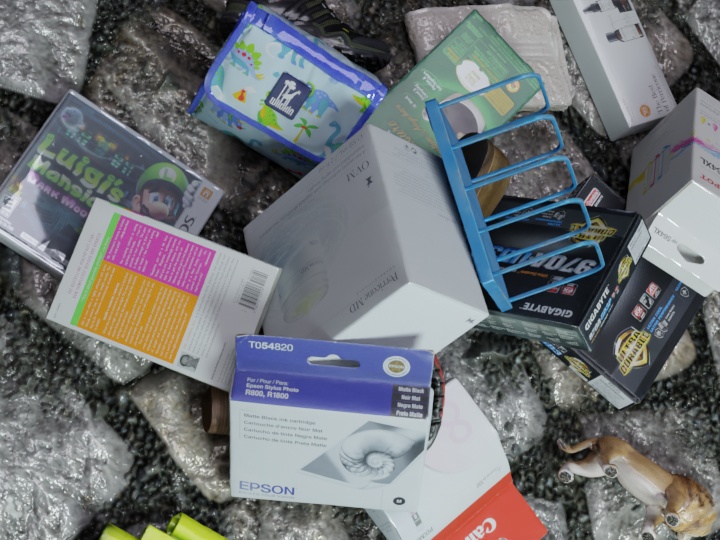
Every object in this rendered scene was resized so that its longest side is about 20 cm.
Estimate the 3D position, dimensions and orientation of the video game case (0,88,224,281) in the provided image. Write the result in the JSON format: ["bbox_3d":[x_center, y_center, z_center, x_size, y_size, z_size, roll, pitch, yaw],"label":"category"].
[{"bbox_3d":[-0.270,-0.066,1.617,0.200,0.023,0.182,33,65,-8],"label":"video game case"}]

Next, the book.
[{"bbox_3d":[-0.194,0.023,1.540,0.199,0.048,0.134,22,90,6],"label":"book"}]

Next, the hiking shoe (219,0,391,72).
[{"bbox_3d":[-0.054,-0.286,1.736,0.199,0.076,0.101,15,72,-14],"label":"hiking shoe"}]

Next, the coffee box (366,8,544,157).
[{"bbox_3d":[0.098,-0.185,1.751,0.123,0.044,0.200,45,80,-5],"label":"coffee box"}]

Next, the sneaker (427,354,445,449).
[{"bbox_3d":[0.047,0.107,1.633,0.070,0.098,0.201,-5,64,-5],"label":"sneaker"}]

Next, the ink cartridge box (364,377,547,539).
[{"bbox_3d":[0.097,0.241,1.645,0.162,0.057,0.200,-36,84,-26],"label":"ink cartridge box"}]

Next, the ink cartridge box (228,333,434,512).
[{"bbox_3d":[-0.031,0.154,1.517,0.198,0.201,0.041,5,41,2],"label":"ink cartridge box"}]

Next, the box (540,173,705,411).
[{"bbox_3d":[0.285,0.024,1.782,0.198,0.050,0.200,42,64,-5],"label":"box"}]

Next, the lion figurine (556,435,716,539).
[{"bbox_3d":[0.309,0.231,1.711,0.200,0.073,0.122,43,30,4],"label":"lion figurine"}]

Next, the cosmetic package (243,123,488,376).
[{"bbox_3d":[0.000,0.000,1.555,0.123,0.199,0.201,20,43,-41],"label":"cosmetic package"}]

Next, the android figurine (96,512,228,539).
[{"bbox_3d":[-0.185,0.334,1.514,0.199,0.041,0.183,30,66,-9],"label":"android figurine"}]

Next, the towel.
[{"bbox_3d":[0.155,-0.249,1.826,0.199,0.034,0.133,-6,75,-22],"label":"towel"}]

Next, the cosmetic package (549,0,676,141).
[{"bbox_3d":[0.308,-0.265,1.878,0.082,0.051,0.201,-19,81,-23],"label":"cosmetic package"}]

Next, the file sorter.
[{"bbox_3d":[0.161,-0.082,1.583,0.122,0.139,0.201,-19,74,9],"label":"file sorter"}]

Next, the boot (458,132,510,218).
[{"bbox_3d":[0.106,-0.048,1.712,0.075,0.073,0.201,31,88,-47],"label":"boot"}]

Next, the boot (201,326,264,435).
[{"bbox_3d":[-0.087,0.079,1.611,0.154,0.077,0.201,3,70,-21],"label":"boot"}]

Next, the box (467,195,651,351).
[{"bbox_3d":[0.196,-0.002,1.683,0.159,0.199,0.046,-57,135,-24],"label":"box"}]

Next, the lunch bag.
[{"bbox_3d":[-0.075,-0.194,1.631,0.170,0.200,0.128,30,67,-10],"label":"lunch bag"}]

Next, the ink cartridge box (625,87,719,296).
[{"bbox_3d":[0.392,-0.082,1.772,0.128,0.125,0.201,30,43,-14],"label":"ink cartridge box"}]
